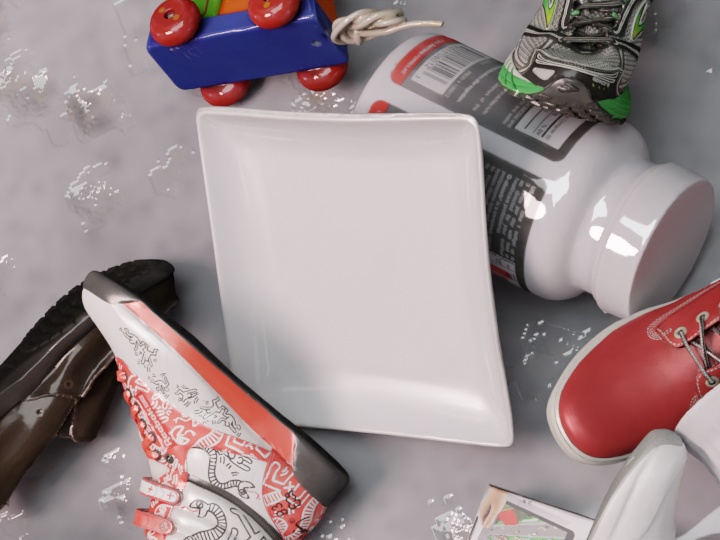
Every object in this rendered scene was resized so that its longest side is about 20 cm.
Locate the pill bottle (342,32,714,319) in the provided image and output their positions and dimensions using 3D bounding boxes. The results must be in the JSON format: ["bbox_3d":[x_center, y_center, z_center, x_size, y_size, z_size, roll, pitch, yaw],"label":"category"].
[{"bbox_3d":[0.098,-0.052,1.590,0.200,0.116,0.116,28,82,24],"label":"pill bottle"}]

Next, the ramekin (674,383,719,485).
[{"bbox_3d":[0.278,0.075,1.447,0.200,0.200,0.098,-32,75,5],"label":"ramekin"}]

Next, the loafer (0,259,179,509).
[{"bbox_3d":[-0.184,0.072,1.673,0.200,0.073,0.071,-42,108,-7],"label":"loafer"}]

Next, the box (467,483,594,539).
[{"bbox_3d":[0.147,0.204,1.531,0.200,0.035,0.110,17,78,22],"label":"box"}]

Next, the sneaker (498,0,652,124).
[{"bbox_3d":[0.131,-0.148,1.566,0.078,0.200,0.085,16,120,2],"label":"sneaker"}]

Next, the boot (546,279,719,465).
[{"bbox_3d":[0.201,0.033,1.474,0.200,0.144,0.072,-30,86,-22],"label":"boot"}]

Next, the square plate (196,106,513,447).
[{"bbox_3d":[0.000,0.000,1.586,0.198,0.028,0.200,3,109,33],"label":"square plate"}]

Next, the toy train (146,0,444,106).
[{"bbox_3d":[-0.031,-0.181,1.688,0.200,0.085,0.116,-8,56,25],"label":"toy train"}]

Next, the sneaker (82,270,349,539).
[{"bbox_3d":[-0.114,0.099,1.606,0.201,0.067,0.108,41,90,0],"label":"sneaker"}]

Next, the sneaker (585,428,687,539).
[{"bbox_3d":[0.152,0.181,1.464,0.080,0.070,0.200,18,107,10],"label":"sneaker"}]
